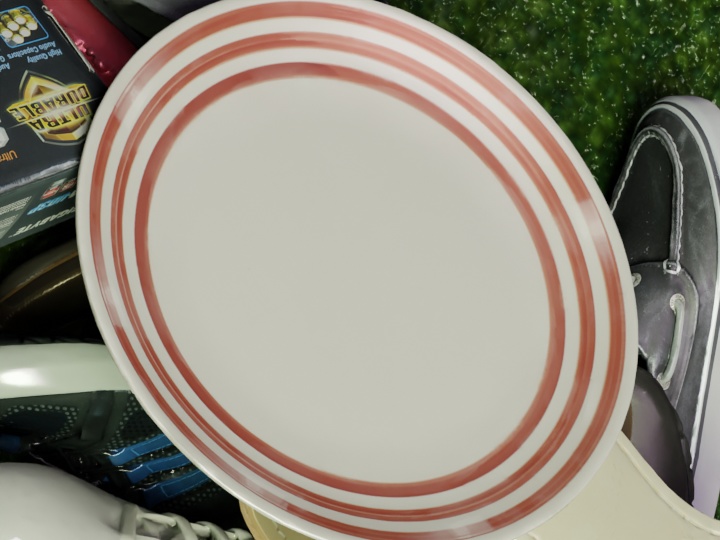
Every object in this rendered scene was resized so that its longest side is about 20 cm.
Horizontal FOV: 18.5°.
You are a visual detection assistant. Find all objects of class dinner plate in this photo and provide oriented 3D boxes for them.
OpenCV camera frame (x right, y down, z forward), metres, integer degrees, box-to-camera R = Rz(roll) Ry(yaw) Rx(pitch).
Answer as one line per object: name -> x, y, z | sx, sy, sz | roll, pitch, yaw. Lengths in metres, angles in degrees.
dinner plate -> 0.000, 0.000, 0.713 | 0.200, 0.024, 0.200 | 14, 60, -24

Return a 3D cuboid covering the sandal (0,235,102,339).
sandal -> -0.053, -0.019, 0.842 | 0.200, 0.055, 0.082 | -24, 141, -17

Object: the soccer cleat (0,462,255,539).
soccer cleat -> -0.053, 0.109, 0.753 | 0.200, 0.086, 0.070 | 44, 21, -44

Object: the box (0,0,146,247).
box -> -0.182, -0.063, 0.654 | 0.159, 0.046, 0.200 | 52, 40, 9

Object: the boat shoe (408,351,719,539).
boat shoe -> 0.083, 0.098, 0.772 | 0.200, 0.060, 0.072 | 32, 53, -21

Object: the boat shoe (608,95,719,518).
boat shoe -> 0.117, 0.023, 0.943 | 0.068, 0.072, 0.200 | 5, 94, -34

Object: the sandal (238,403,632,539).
sandal -> 0.010, 0.068, 0.800 | 0.212, 0.070, 0.078 | -8, 95, -48

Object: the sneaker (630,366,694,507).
sneaker -> 0.083, 0.134, 0.877 | 0.076, 0.091, 0.200 | 13, 91, 13

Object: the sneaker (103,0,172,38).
sneaker -> -0.036, -0.176, 0.847 | 0.080, 0.076, 0.200 | 35, 71, -21

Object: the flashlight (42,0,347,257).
flashlight -> -0.093, -0.064, 0.765 | 0.200, 0.068, 0.068 | 43, 65, 3

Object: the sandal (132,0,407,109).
sandal -> -0.037, -0.098, 0.768 | 0.200, 0.076, 0.043 | 25, 103, -34

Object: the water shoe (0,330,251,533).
water shoe -> -0.076, 0.069, 0.793 | 0.200, 0.071, 0.079 | 13, 82, -47
